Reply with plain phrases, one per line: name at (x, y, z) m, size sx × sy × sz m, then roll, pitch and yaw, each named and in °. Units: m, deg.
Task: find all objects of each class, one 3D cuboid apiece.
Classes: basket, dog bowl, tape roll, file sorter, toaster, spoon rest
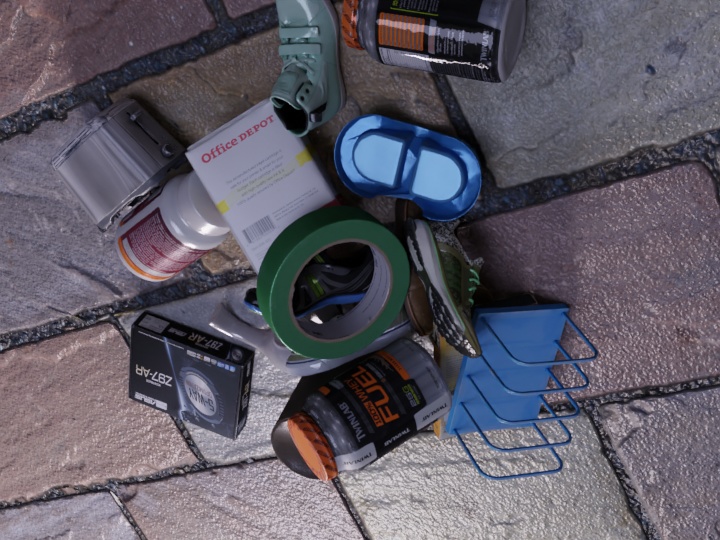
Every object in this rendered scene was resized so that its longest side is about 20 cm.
basket at (-0.038, 0.196, 1.807) m, size 0.136 × 0.200 × 0.180 m, roll 45°, pitch 128°, yaw -8°
dog bowl at (0.066, -0.138, 1.620) m, size 0.199 × 0.050 × 0.112 m, roll 18°, pitch 112°, yaw 13°
tape roll at (-0.034, 0.017, 1.615) m, size 0.048 × 0.200 × 0.201 m, roll 44°, pitch 147°, yaw 52°
file sorter at (0.218, 0.163, 1.663) m, size 0.138 × 0.123 × 0.201 m, roll -3°, pitch 122°, yaw -23°
toaster at (-0.351, -0.153, 1.785) m, size 0.200 × 0.114 × 0.129 m, roll -33°, pitch 99°, yaw 39°
spoon rest at (-0.131, 0.096, 1.867) m, size 0.199 × 0.100 × 0.061 m, roll 14°, pitch 156°, yaw 32°

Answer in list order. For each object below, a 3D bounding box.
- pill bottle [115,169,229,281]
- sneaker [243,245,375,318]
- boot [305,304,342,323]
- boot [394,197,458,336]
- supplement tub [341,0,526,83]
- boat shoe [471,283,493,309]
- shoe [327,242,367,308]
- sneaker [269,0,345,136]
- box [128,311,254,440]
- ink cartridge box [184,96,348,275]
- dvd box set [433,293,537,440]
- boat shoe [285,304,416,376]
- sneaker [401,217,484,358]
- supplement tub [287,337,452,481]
pill bottle at (-0.254, -0.069, 1.774) m, size 0.114 × 0.114 × 0.200 m, roll 49°, pitch 137°, yaw -11°
sneaker at (-0.064, 0.011, 1.670) m, size 0.199 × 0.071 × 0.083 m, roll -15°, pitch 116°, yaw -18°
boot at (-0.083, -0.007, 1.773) m, size 0.073 × 0.076 × 0.200 m, roll -27°, pitch 108°, yaw 35°
boot at (0.095, -0.004, 1.687) m, size 0.075 × 0.074 × 0.201 m, roll -2°, pitch 109°, yaw 14°
supplement tub at (0.086, -0.295, 1.474) m, size 0.199 × 0.123 × 0.123 m, roll 14°, pitch 126°, yaw 17°
boat shoe at (0.147, 0.092, 1.746) m, size 0.073 × 0.063 × 0.201 m, roll -17°, pitch 127°, yaw -14°
shoe at (0.000, 0.000, 1.755) m, size 0.070 × 0.053 × 0.201 m, roll -12°, pitch 114°, yaw 22°
sneaker at (-0.077, -0.269, 1.572) m, size 0.074 × 0.118 × 0.201 m, roll -1°, pitch 119°, yaw 28°
box at (-0.273, 0.169, 2.001) m, size 0.199 × 0.044 × 0.161 m, roll 20°, pitch 127°, yaw 12°
ink cartridge box at (-0.116, -0.111, 1.661) m, size 0.145 × 0.083 × 0.200 m, roll -30°, pitch 93°, yaw 9°
dvd box set at (0.170, 0.134, 1.720) m, size 0.146 × 0.029 × 0.201 m, roll -14°, pitch 125°, yaw -15°
boat shoe at (-0.019, 0.090, 1.746) m, size 0.199 × 0.072 × 0.062 m, roll -22°, pitch 99°, yaw 14°
sneaker at (0.128, 0.014, 1.612) m, size 0.077 × 0.088 × 0.201 m, roll 128°, pitch 121°, yaw -74°
supplement tub at (0.011, 0.186, 1.652) m, size 0.123 × 0.200 × 0.123 m, roll 50°, pitch 160°, yaw 26°
